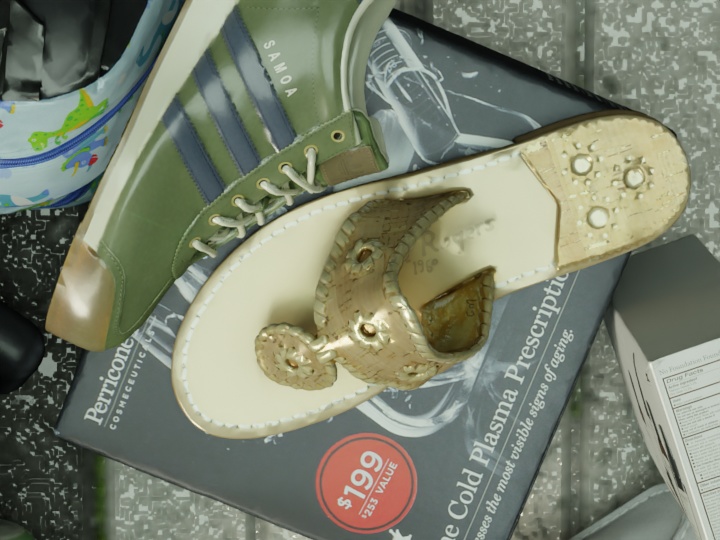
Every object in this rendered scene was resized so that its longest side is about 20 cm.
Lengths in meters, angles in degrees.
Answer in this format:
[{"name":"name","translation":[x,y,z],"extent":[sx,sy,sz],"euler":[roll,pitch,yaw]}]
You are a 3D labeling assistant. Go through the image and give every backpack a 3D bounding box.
[{"name":"backpack","translation":[-0.128,-0.121,1.081],"extent":[0.162,0.201,0.154],"euler":[6,138,-5]}]

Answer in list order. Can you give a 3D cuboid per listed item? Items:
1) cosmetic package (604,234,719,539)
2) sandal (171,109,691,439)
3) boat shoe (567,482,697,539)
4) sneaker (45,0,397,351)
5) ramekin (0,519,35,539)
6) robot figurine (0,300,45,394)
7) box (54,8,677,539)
[{"name":"cosmetic package","translation":[0.130,0.046,1.099],"extent":[0.050,0.200,0.083],"euler":[-17,99,2]},{"name":"sandal","translation":[0.024,0.001,1.050],"extent":[0.211,0.070,0.078],"euler":[-25,98,2]},{"name":"boat shoe","translation":[0.069,0.147,1.158],"extent":[0.200,0.072,0.069],"euler":[-41,120,-6]},{"name":"sneaker","translation":[-0.034,-0.049,1.042],"extent":[0.089,0.067,0.201],"euler":[26,94,2]},{"name":"ramekin","translation":[-0.212,0.149,1.111],"extent":[0.198,0.200,0.098],"euler":[0,91,-2]},{"name":"robot figurine","translation":[-0.221,0.004,1.120],"extent":[0.199,0.151,0.125],"euler":[33,127,-6]},{"name":"box","translation":[0.000,0.000,1.137],"extent":[0.181,0.104,0.201],"euler":[22,97,-3]}]
